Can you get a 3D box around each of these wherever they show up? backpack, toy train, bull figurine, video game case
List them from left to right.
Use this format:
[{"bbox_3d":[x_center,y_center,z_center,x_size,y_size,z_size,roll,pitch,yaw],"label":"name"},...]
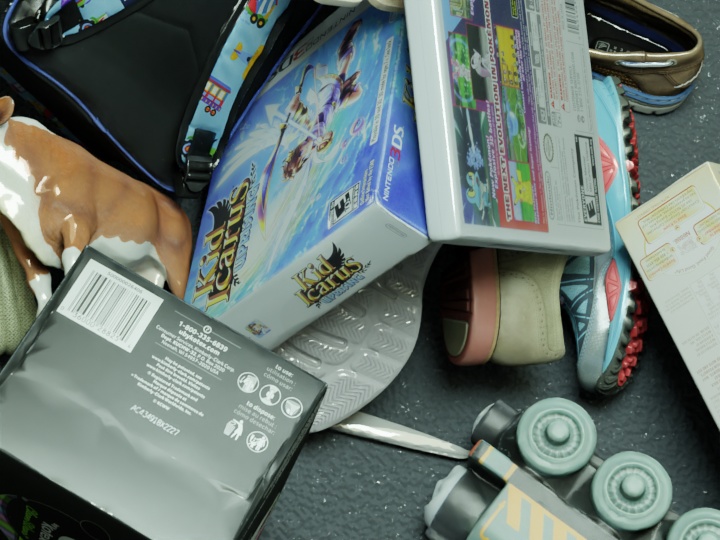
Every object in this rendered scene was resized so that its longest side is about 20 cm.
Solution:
[{"bbox_3d":[-0.158,-0.021,1.318,0.200,0.065,0.122,21,55,-52],"label":"bull figurine"},{"bbox_3d":[-0.118,-0.173,1.362,0.200,0.134,0.183,-54,128,-8],"label":"backpack"},{"bbox_3d":[-0.023,-0.059,1.328,0.045,0.181,0.201,32,44,-24],"label":"video game case"},{"bbox_3d":[0.079,-0.111,1.291,0.182,0.023,0.201,4,79,-58],"label":"video game case"},{"bbox_3d":[0.131,0.160,1.334,0.200,0.085,0.114,36,72,13],"label":"toy train"}]

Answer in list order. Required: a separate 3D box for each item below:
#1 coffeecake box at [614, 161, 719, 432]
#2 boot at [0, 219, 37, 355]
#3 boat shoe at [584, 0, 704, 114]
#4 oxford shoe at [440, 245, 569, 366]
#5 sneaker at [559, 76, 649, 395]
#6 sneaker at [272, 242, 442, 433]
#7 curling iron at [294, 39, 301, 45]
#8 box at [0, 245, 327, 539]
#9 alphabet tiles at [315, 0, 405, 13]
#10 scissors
[{"bbox_3d":[0.251,0.046,1.376,0.153,0.073,0.201,6,54,-57],"label":"coffeecake box"},{"bbox_3d":[-0.275,-0.026,1.342,0.154,0.072,0.201,-17,75,-18],"label":"boot"},{"bbox_3d":[0.124,-0.166,1.492,0.199,0.072,0.073,16,63,-4],"label":"boat shoe"},{"bbox_3d":[0.091,-0.041,1.381,0.074,0.070,0.201,6,82,-17],"label":"oxford shoe"},{"bbox_3d":[0.125,-0.017,1.435,0.095,0.079,0.201,-6,67,12],"label":"sneaker"},{"bbox_3d":[0.000,0.000,1.384,0.077,0.112,0.201,32,89,-13],"label":"sneaker"},{"bbox_3d":[0.006,-0.097,1.435,0.199,0.050,0.026,27,30,15],"label":"curling iron"},{"bbox_3d":[-0.122,0.109,1.238,0.148,0.200,0.125,30,61,4],"label":"box"},{"bbox_3d":[-0.004,-0.223,1.322,0.199,0.015,0.197,2,59,-34],"label":"alphabet tiles"},{"bbox_3d":[-0.032,0.075,1.378,0.199,0.014,0.074,2,63,-10],"label":"scissors"}]
